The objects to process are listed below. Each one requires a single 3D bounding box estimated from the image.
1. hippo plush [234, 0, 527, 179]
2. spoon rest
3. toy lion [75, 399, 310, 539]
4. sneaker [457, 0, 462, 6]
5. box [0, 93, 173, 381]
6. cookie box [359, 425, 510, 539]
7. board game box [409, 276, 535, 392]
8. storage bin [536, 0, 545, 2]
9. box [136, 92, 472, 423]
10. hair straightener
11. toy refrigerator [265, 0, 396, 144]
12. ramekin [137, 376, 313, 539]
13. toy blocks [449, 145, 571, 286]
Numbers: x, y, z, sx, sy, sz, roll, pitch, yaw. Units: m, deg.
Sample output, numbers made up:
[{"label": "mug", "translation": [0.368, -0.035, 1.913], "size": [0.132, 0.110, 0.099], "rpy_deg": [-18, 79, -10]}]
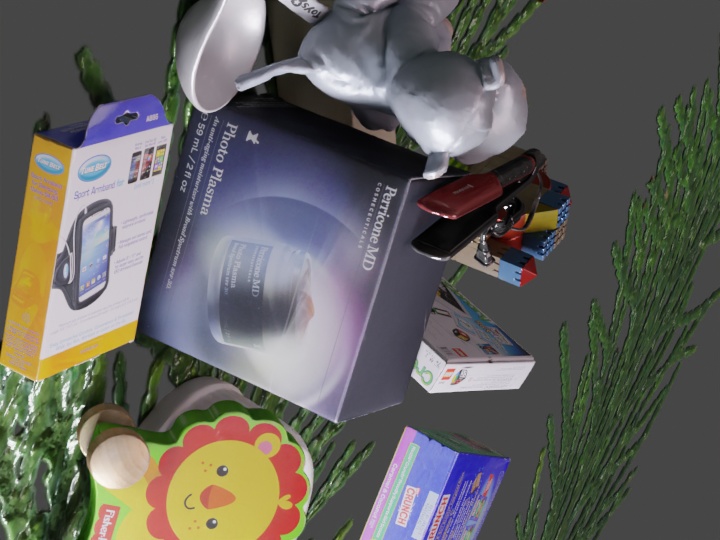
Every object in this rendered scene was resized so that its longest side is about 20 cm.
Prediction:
[{"label": "hippo plush", "translation": [0.050, -0.161, 1.369], "size": [0.200, 0.161, 0.160], "rpy_deg": [10, 107, -56]}, {"label": "spoon rest", "translation": [-0.104, -0.195, 1.325], "size": [0.099, 0.061, 0.200], "rpy_deg": [-54, 153, -28]}, {"label": "toy lion", "translation": [-0.140, 0.196, 1.450], "size": [0.191, 0.069, 0.200], "rpy_deg": [14, 102, -22]}, {"label": "sneaker", "translation": [0.054, -0.296, 1.546], "size": [0.071, 0.083, 0.200], "rpy_deg": [-55, 152, -27]}, {"label": "box", "translation": [-0.193, -0.031, 1.309], "size": [0.119, 0.041, 0.200], "rpy_deg": [-24, 129, -58]}, {"label": "cookie box", "translation": [0.084, 0.275, 2.136], "size": [0.171, 0.075, 0.200], "rpy_deg": [-67, 158, 1]}, {"label": "board game box", "translation": [0.039, 0.029, 1.550], "size": [0.126, 0.200, 0.035], "rpy_deg": [3, 123, -50]}, {"label": "storage bin", "translation": [0.184, -0.315, 1.688], "size": [0.134, 0.200, 0.146], "rpy_deg": [4, 108, -75]}, {"label": "box", "translation": [-0.046, -0.015, 1.437], "size": [0.123, 0.198, 0.200], "rpy_deg": [-11, 120, -63]}, {"label": "hair straightener", "translation": [0.095, -0.045, 1.427], "size": [0.200, 0.041, 0.077], "rpy_deg": [-37, 141, -57]}, {"label": "toy refrigerator", "translation": [-0.021, -0.167, 1.512], "size": [0.070, 0.076, 0.200], "rpy_deg": [-52, 152, -32]}, {"label": "ramekin", "translation": [-0.125, 0.201, 1.579], "size": [0.200, 0.105, 0.200], "rpy_deg": [-47, 150, -40]}, {"label": "toy blocks", "translation": [0.152, -0.062, 1.901], "size": [0.200, 0.137, 0.100], "rpy_deg": [-45, 148, -42]}]
